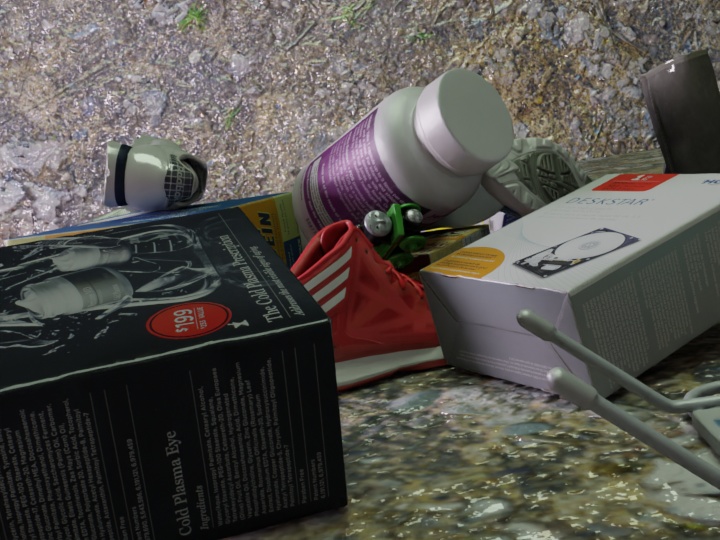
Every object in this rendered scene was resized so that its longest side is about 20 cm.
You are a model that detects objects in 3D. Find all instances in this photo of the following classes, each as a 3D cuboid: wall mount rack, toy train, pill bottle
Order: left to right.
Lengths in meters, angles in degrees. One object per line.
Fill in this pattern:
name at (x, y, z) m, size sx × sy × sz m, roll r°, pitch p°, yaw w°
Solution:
toy train at (0.000, 0.000, 0.776) m, size 0.056 × 0.042 × 0.200 m, roll 1°, pitch -26°, yaw -19°
pill bottle at (0.035, -0.088, 0.779) m, size 0.112 × 0.113 × 0.200 m, roll -16°, pitch -10°, yaw -41°
wall mount rack at (0.167, 0.054, 0.410) m, size 0.172 × 0.075 × 0.200 m, roll -8°, pitch 8°, yaw 5°

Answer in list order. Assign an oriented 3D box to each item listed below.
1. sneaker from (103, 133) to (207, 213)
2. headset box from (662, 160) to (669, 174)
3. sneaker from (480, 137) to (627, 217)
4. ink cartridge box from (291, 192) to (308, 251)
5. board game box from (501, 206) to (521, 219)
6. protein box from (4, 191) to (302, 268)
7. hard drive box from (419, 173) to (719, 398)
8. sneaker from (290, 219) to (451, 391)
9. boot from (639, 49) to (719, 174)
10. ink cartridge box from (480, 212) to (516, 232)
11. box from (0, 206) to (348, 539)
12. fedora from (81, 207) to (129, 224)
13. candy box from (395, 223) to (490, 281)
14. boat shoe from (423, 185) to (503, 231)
sneaker at (-0.181, -0.086, 0.847) m, size 0.080 × 0.077 × 0.200 m, roll 2°, pitch 12°, yaw -2°
headset box at (0.407, -0.085, 0.888) m, size 0.198 × 0.094 × 0.174 m, roll 13°, pitch 16°, yaw 21°
sneaker at (0.175, -0.059, 0.840) m, size 0.199 × 0.079 × 0.099 m, roll 18°, pitch -22°, yaw -31°
ink cartridge box at (-0.014, -0.060, 0.968) m, size 0.198 × 0.083 × 0.146 m, roll -22°, pitch 1°, yaw 14°
board game box at (0.244, -0.065, 1.018) m, size 0.151 × 0.045 × 0.200 m, roll 20°, pitch 2°, yaw -14°
protein box at (-0.177, 0.013, 0.837) m, size 0.197 × 0.136 × 0.200 m, roll -5°, pitch 9°, yaw 19°
hard drive box at (0.168, 0.002, 0.629) m, size 0.199 × 0.077 × 0.155 m, roll -26°, pitch 17°, yaw -28°
sneaker at (0.032, 0.013, 0.682) m, size 0.199 × 0.117 × 0.078 m, roll -16°, pitch 12°, yaw -32°
boot at (0.283, -0.073, 0.709) m, size 0.072 × 0.202 × 0.182 m, roll -9°, pitch 8°, yaw -4°
ink cartridge box at (0.210, -0.081, 1.403) m, size 0.198 × 0.048 × 0.197 m, roll -2°, pitch 9°, yaw 31°
box at (-0.124, 0.053, 0.479) m, size 0.180 × 0.105 × 0.200 m, roll -12°, pitch 23°, yaw -17°
fedora at (-0.280, -0.016, 1.064) m, size 0.177 × 0.091 × 0.199 m, roll -40°, pitch -14°, yaw 30°
candy box at (0.063, -0.006, 0.989) m, size 0.114 × 0.056 × 0.200 m, roll -6°, pitch 9°, yaw 26°
boat shoe at (0.077, -0.078, 1.059) m, size 0.198 × 0.072 × 0.070 m, roll -14°, pitch 7°, yaw 17°
